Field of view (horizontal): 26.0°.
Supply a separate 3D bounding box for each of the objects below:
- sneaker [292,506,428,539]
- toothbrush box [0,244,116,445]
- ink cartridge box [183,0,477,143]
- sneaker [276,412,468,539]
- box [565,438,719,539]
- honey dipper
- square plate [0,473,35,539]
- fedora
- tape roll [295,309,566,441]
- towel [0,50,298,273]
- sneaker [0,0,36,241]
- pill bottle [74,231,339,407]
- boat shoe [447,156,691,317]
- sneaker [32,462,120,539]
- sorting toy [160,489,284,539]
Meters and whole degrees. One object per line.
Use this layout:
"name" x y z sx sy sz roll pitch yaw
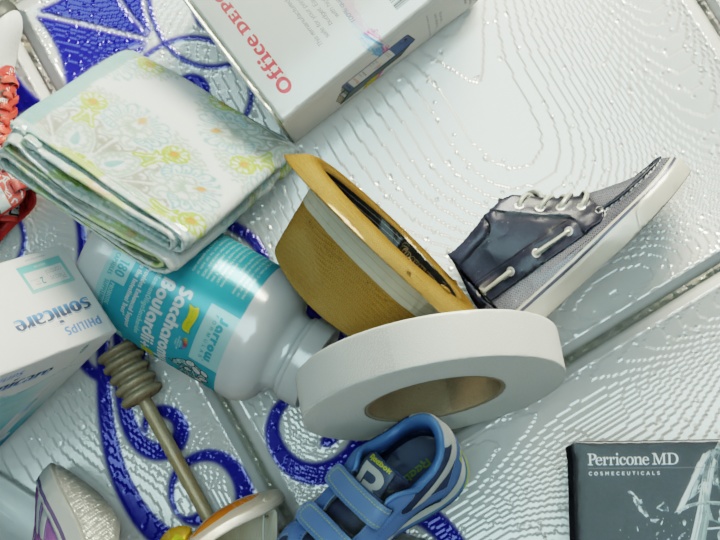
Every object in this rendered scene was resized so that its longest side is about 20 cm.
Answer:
"sneaker" 0.034 0.245 1.205 0.198 0.073 0.072 19 95 17
"toothbrush box" -0.302 0.082 1.175 0.200 0.146 0.086 -40 80 34
"ink cartridge box" -0.025 -0.223 1.253 0.199 0.088 0.146 -38 80 -1
"sneaker" -0.004 0.177 1.149 0.074 0.083 0.200 38 68 25
"box" 0.254 0.225 1.152 0.197 0.124 0.199 -2 81 6
"honey dipper" -0.146 0.149 1.247 0.038 0.038 0.201 -31 83 2
"square plate" -0.282 0.261 1.199 0.197 0.029 0.200 30 44 8
"fedora" 0.000 0.000 1.178 0.201 0.201 0.082 44 97 9
"tape roll" 0.051 0.080 1.151 0.200 0.203 0.037 -12 71 4
"towel" -0.163 -0.089 1.213 0.170 0.200 0.048 33 127 8
"sneaker" -0.298 -0.110 1.280 0.107 0.067 0.203 29 90 8
"pill bottle" -0.118 0.028 1.220 0.199 0.111 0.112 28 87 9
"boat shoe" 0.158 -0.040 1.216 0.200 0.075 0.093 -43 87 0
"sneaker" -0.237 0.227 1.177 0.073 0.201 0.114 40 95 -24
"sorting toy" -0.126 0.274 1.142 0.105 0.180 0.203 1 93 12
